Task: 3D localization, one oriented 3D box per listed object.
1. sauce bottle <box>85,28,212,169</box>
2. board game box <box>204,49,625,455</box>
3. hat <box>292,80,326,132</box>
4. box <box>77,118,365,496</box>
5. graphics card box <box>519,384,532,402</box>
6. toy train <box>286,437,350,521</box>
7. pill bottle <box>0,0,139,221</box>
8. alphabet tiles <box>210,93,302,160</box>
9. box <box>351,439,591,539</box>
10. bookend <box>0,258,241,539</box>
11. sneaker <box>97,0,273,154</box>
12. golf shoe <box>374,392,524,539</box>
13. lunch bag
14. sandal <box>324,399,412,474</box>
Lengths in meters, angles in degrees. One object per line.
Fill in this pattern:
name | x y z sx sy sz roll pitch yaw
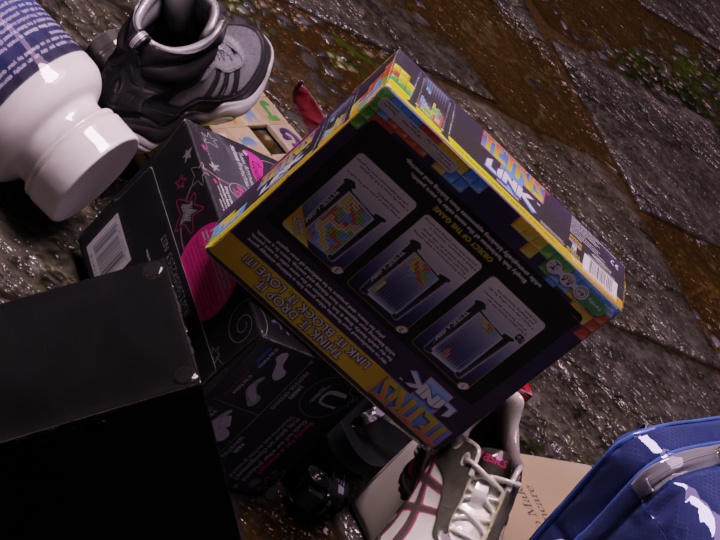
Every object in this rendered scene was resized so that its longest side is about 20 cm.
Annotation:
sauce bottle | -0.147 -0.102 1.445 0.065 0.065 0.201 0 50 -54
board game box | 0.034 -0.007 1.145 0.200 0.165 0.057 43 29 -15
hat | 0.000 0.000 1.301 0.175 0.165 0.201 -4 67 -48
box | -0.090 0.026 1.256 0.114 0.132 0.201 23 32 -40
graphics card box | 0.055 0.028 1.547 0.125 0.051 0.201 21 35 -37
toy train | -0.021 0.108 1.340 0.046 0.034 0.201 37 27 -18
pill bottle | -0.248 -0.132 1.296 0.200 0.111 0.111 45 26 6
alphabet tiles | -0.124 -0.130 1.585 0.167 0.008 0.200 51 27 15
box | 0.099 0.186 1.339 0.199 0.078 0.095 13 39 -46
bookend | -0.173 0.116 1.023 0.201 0.197 0.092 80 -9 -48
sneaker | -0.116 -0.163 1.388 0.075 0.114 0.200 41 40 13
golf shoe | 0.057 0.152 1.171 0.077 0.088 0.201 27 37 -10
lunch bag | 0.183 0.178 1.179 0.135 0.200 0.133 0 44 -47
sandal | 0.024 0.105 1.344 0.200 0.043 0.077 19 45 -61
